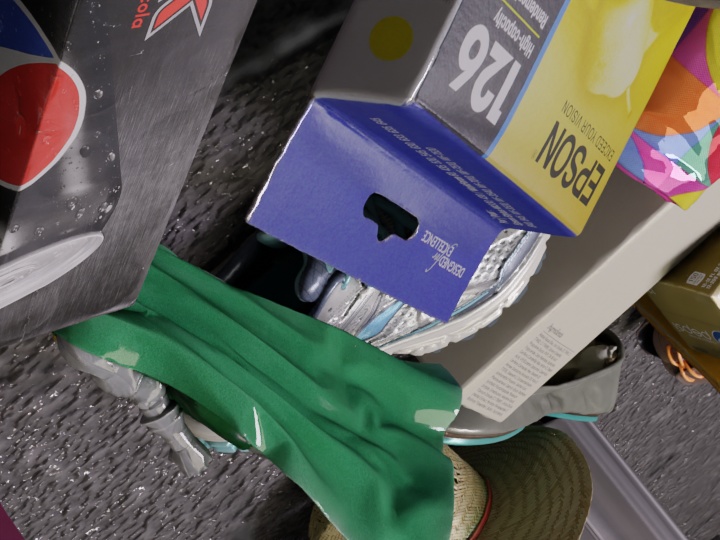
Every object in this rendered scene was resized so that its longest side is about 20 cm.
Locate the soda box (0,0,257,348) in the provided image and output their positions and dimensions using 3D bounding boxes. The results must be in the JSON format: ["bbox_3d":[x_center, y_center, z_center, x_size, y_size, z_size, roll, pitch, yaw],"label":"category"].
[{"bbox_3d":[-0.082,-0.067,0.521,0.070,0.063,0.201,-18,148,-39],"label":"soda box"}]

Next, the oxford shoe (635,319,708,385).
[{"bbox_3d":[0.219,0.046,1.046,0.073,0.072,0.200,-33,-172,-4],"label":"oxford shoe"}]

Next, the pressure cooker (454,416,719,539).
[{"bbox_3d":[0.123,0.206,1.113,0.176,0.200,0.178,-49,157,24],"label":"pressure cooker"}]

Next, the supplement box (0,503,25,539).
[{"bbox_3d":[-0.223,0.185,0.709,0.200,0.103,0.131,-42,155,6],"label":"supplement box"}]

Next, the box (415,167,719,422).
[{"bbox_3d":[0.110,-0.019,0.870,0.200,0.068,0.082,-43,156,7],"label":"box"}]

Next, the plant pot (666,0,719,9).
[{"bbox_3d":[0.139,-0.197,0.500,0.200,0.187,0.188,-36,160,-41],"label":"plant pot"}]

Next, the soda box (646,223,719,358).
[{"bbox_3d":[0.234,-0.047,0.919,0.200,0.068,0.064,-49,117,-12],"label":"soda box"}]

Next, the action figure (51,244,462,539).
[{"bbox_3d":[-0.053,0.037,0.658,0.199,0.119,0.055,32,121,-23],"label":"action figure"}]

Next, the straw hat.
[{"bbox_3d":[0.022,0.136,0.985,0.201,0.201,0.085,-41,117,4],"label":"straw hat"}]

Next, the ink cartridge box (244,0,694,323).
[{"bbox_3d":[0.058,-0.079,0.641,0.201,0.047,0.197,-66,155,-1],"label":"ink cartridge box"}]

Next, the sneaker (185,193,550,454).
[{"bbox_3d":[0.000,0.000,0.740,0.199,0.078,0.086,-37,153,-5],"label":"sneaker"}]

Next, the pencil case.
[{"bbox_3d":[0.167,-0.120,0.761,0.200,0.089,0.088,-47,155,18],"label":"pencil case"}]

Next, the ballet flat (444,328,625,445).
[{"bbox_3d":[0.086,0.054,0.992,0.199,0.067,0.064,0,108,-56],"label":"ballet flat"}]

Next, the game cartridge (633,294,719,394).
[{"bbox_3d":[0.250,-0.020,0.969,0.200,0.176,0.032,-40,115,3],"label":"game cartridge"}]
